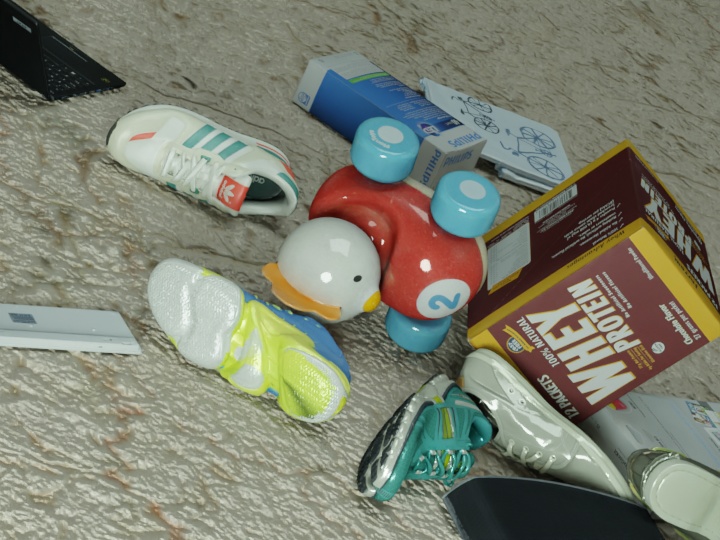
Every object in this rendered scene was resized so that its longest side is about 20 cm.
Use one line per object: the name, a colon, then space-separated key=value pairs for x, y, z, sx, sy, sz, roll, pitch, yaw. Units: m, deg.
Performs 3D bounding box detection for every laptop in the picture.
laptop: x=-0.343 y=-0.260 z=2.030 sx=0.177 sy=0.104 sz=0.200 roll=36 pitch=27 yaw=19

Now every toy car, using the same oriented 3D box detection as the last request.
toy car: x=0.000 y=0.000 z=1.804 sx=0.177 sy=0.185 sz=0.200 roll=35 pitch=43 yaw=16

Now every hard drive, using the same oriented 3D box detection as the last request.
hard drive: x=0.177 y=0.228 z=1.663 sx=0.199 sy=0.042 sz=0.135 roll=13 pitch=28 yaw=-27

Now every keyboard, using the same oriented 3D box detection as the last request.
keyboard: x=-0.272 y=0.045 z=1.628 sx=0.199 sy=0.011 sz=0.056 roll=6 pitch=27 yaw=-38

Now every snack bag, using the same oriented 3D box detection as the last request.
snack bag: x=0.163 y=-0.158 z=2.418 sx=0.199 sy=0.021 sz=0.189 roll=21 pitch=25 yaw=-14

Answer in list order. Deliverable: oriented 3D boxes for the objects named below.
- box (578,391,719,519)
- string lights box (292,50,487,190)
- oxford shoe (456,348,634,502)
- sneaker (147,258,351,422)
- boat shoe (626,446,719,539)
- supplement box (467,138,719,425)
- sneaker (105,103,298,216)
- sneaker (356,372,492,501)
box: x=0.318 y=0.179 z=1.898 sx=0.199 sy=0.041 sz=0.156 roll=10 pitch=29 yaw=-33
string lights box: x=0.033 y=-0.170 z=2.271 sx=0.200 sy=0.059 sz=0.103 roll=36 pitch=27 yaw=20
oxford shoe: x=0.158 y=0.154 z=1.779 sx=0.200 sy=0.075 sz=0.058 roll=42 pitch=68 yaw=10
sneaker: x=-0.090 y=0.058 z=1.718 sx=0.200 sy=0.076 sz=0.105 roll=39 pitch=15 yaw=9
boat shoe: x=0.315 y=0.214 z=1.770 sx=0.201 sy=0.072 sz=0.060 roll=33 pitch=3 yaw=-30
supplement box: x=0.217 y=0.015 z=1.885 sx=0.133 sy=0.197 sz=0.200 roll=49 pitch=20 yaw=-19
sneaker: x=-0.147 y=-0.101 z=1.949 sx=0.199 sy=0.071 sz=0.093 roll=17 pitch=21 yaw=-26
sneaker: x=0.059 y=0.145 z=1.681 sx=0.080 sy=0.078 sz=0.200 roll=40 pitch=27 yaw=8
